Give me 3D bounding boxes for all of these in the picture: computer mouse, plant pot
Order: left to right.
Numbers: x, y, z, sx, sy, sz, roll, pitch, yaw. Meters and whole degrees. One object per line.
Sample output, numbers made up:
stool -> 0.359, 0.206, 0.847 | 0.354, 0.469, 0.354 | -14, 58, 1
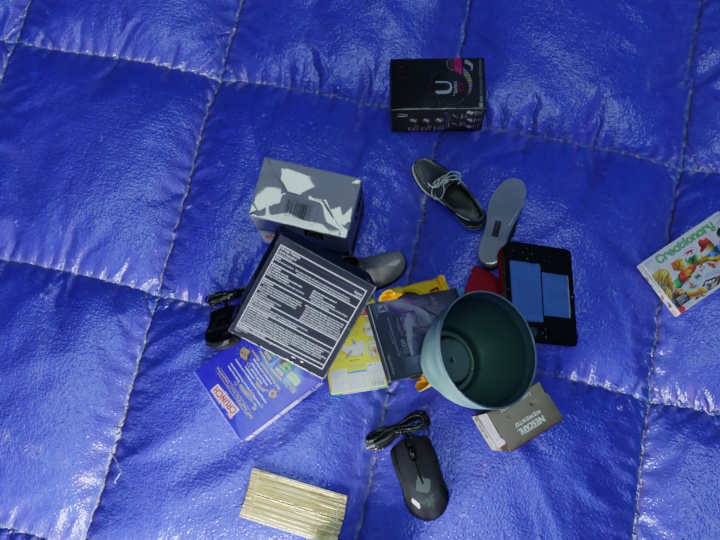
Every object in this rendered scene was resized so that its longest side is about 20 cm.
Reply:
computer mouse -> -0.235, 0.094, 1.528 | 0.140, 0.046, 0.200 | -17, 30, -2
computer mouse -> 0.102, 0.379, 1.476 | 0.138, 0.053, 0.201 | -23, 76, -4
plant pot -> 0.187, 0.148, 1.350 | 0.199, 0.134, 0.202 | 8, 71, -26

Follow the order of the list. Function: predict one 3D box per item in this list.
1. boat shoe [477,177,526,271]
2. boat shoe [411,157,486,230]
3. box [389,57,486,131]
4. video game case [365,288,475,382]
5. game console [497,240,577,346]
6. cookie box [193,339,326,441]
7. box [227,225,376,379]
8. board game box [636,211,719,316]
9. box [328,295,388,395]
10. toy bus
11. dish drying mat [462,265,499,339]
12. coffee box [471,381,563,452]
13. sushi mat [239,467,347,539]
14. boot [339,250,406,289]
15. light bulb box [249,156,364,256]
boat shoe -> 0.287, -0.094, 1.589 | 0.068, 0.057, 0.201 | 18, 76, 17
boat shoe -> 0.183, -0.165, 1.608 | 0.075, 0.062, 0.200 | -37, 76, -5
box -> 0.161, -0.372, 1.641 | 0.199, 0.106, 0.123 | -1, 75, 3
video game case -> 0.115, 0.115, 1.417 | 0.199, 0.019, 0.144 | -9, 75, -29
game console -> 0.352, 0.047, 1.529 | 0.176, 0.031, 0.201 | 6, 75, -21
cookie box -> -0.196, 0.208, 1.522 | 0.200, 0.075, 0.171 | -36, 76, -7
box -> -0.106, 0.055, 1.419 | 0.199, 0.123, 0.199 | 29, 99, -11
board game box -> 0.678, -0.014, 1.560 | 0.199, 0.035, 0.127 | -33, 76, -6
box -> -0.015, 0.142, 1.547 | 0.117, 0.048, 0.201 | -8, 78, 1
toy bus -> 0.152, 0.111, 1.515 | 0.191, 0.136, 0.201 | -19, 77, -18
dish drying mat -> 0.235, 0.056, 1.498 | 0.077, 0.018, 0.200 | 31, 34, 1
coffee box -> 0.282, 0.270, 1.418 | 0.114, 0.200, 0.080 | -31, 79, -5
sushi mat -> -0.128, 0.453, 1.487 | 0.199, 0.012, 0.096 | 15, 75, 6
boot -> 0.000, 0.000, 1.538 | 0.199, 0.132, 0.070 | -21, 74, -3
light bulb box -> -0.100, -0.115, 1.538 | 0.197, 0.200, 0.126 | 14, 77, 6
